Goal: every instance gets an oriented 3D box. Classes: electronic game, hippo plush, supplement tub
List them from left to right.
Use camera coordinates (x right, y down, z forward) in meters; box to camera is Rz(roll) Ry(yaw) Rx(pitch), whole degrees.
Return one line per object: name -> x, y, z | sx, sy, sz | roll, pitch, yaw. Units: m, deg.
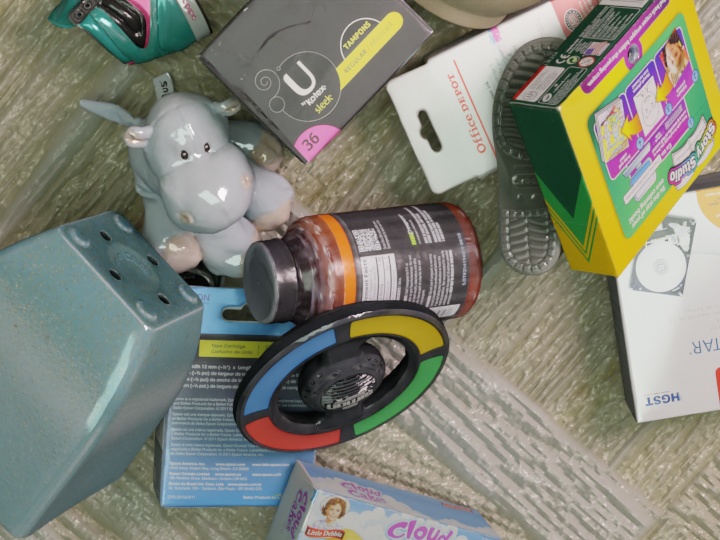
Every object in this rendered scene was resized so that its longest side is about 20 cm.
hippo plush -> -0.128, -0.100, 1.439 | 0.158, 0.161, 0.202 | -19, 83, -17
electronic game -> -0.016, 0.093, 1.448 | 0.199, 0.200, 0.042 | -30, 58, 5
supplement tub -> 0.000, 0.000, 1.466 | 0.198, 0.107, 0.108 | -6, 102, -27

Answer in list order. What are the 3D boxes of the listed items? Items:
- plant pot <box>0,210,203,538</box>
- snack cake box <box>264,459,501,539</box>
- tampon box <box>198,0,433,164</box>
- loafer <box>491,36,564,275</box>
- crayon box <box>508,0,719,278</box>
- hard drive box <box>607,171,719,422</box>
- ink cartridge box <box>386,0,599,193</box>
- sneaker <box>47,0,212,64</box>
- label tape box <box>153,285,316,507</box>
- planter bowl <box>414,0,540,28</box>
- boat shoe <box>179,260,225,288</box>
plant pot -> -0.247, 0.063, 1.407 | 0.196, 0.196, 0.200 | 46, 110, 6
snack cake box -> 0.016, 0.259, 1.536 | 0.198, 0.067, 0.116 | 18, 101, -25
tampon box -> -0.039, -0.189, 1.417 | 0.126, 0.200, 0.150 | 43, 94, -7
loafer -> 0.154, -0.098, 1.446 | 0.074, 0.070, 0.203 | 7, 94, 21
crayon box -> 0.221, -0.126, 1.406 | 0.200, 0.058, 0.174 | -47, 130, -30
hard drive box -> 0.305, 0.020, 1.521 | 0.154, 0.077, 0.202 | -10, 100, 3
ink cartridge box -> 0.131, -0.161, 1.493 | 0.198, 0.068, 0.117 | -24, 101, 3
sneaker -> -0.230, -0.263, 1.472 | 0.120, 0.084, 0.201 | -33, 100, -4
label tape box -> -0.111, 0.111, 1.532 | 0.141, 0.066, 0.203 | 2, 98, -14
planter bowl -> 0.101, -0.292, 1.422 | 0.199, 0.201, 0.135 | 28, 127, -5
boat shoe -> -0.223, 0.009, 1.522 | 0.197, 0.071, 0.073 | -9, 100, 2
